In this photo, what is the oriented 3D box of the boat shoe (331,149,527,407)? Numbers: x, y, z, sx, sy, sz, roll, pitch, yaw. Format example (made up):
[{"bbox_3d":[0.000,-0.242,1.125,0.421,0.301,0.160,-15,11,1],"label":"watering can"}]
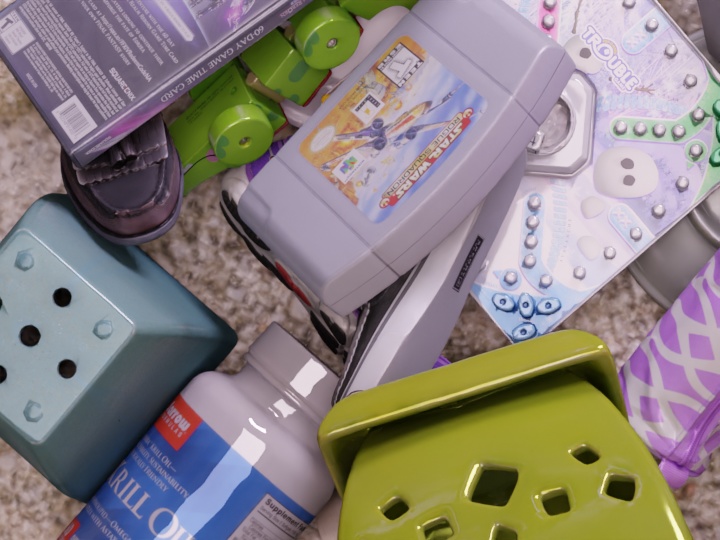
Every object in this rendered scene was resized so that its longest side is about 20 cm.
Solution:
[{"bbox_3d":[0.030,0.003,1.654,0.056,0.069,0.201,25,80,22],"label":"boat shoe"}]

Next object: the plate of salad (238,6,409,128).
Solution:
[{"bbox_3d":[0.001,-0.181,1.742,0.198,0.048,0.202,0,96,0],"label":"plate of salad"}]

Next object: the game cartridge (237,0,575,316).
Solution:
[{"bbox_3d":[0.027,-0.074,1.633,0.200,0.133,0.042,-47,126,0],"label":"game cartridge"}]

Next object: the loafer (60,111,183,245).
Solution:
[{"bbox_3d":[-0.152,-0.099,1.683,0.071,0.063,0.201,-15,44,-2],"label":"loafer"}]

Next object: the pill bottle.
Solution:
[{"bbox_3d":[-0.086,0.132,1.693,0.112,0.112,0.200,39,88,5],"label":"pill bottle"}]

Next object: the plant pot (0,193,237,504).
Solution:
[{"bbox_3d":[-0.178,0.042,1.661,0.141,0.200,0.141,41,89,6],"label":"plant pot"}]

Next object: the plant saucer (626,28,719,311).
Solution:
[{"bbox_3d":[0.246,-0.058,1.718,0.198,0.050,0.202,0,86,3],"label":"plant saucer"}]

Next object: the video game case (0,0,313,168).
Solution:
[{"bbox_3d":[-0.116,-0.161,1.668,0.199,0.019,0.143,-35,47,-3],"label":"video game case"}]

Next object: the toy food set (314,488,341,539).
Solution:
[{"bbox_3d":[0.064,0.209,1.712,0.143,0.060,0.201,-18,77,2],"label":"toy food set"}]

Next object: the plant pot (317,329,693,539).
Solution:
[{"bbox_3d":[0.085,0.158,1.586,0.199,0.199,0.182,-18,57,2],"label":"plant pot"}]

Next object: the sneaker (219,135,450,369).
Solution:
[{"bbox_3d":[0.000,0.000,1.717,0.083,0.081,0.200,-38,86,-10],"label":"sneaker"}]

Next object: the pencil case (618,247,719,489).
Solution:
[{"bbox_3d":[0.231,0.032,1.662,0.084,0.086,0.200,18,122,-34],"label":"pencil case"}]

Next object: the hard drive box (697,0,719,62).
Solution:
[{"bbox_3d":[0.308,-0.147,1.635,0.155,0.200,0.077,-28,127,-11],"label":"hard drive box"}]

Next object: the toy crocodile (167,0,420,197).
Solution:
[{"bbox_3d":[-0.048,-0.120,1.696,0.200,0.062,0.068,-46,46,15],"label":"toy crocodile"}]

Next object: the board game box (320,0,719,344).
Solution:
[{"bbox_3d":[0.108,-0.090,1.695,0.200,0.026,0.200,-41,83,4],"label":"board game box"}]
